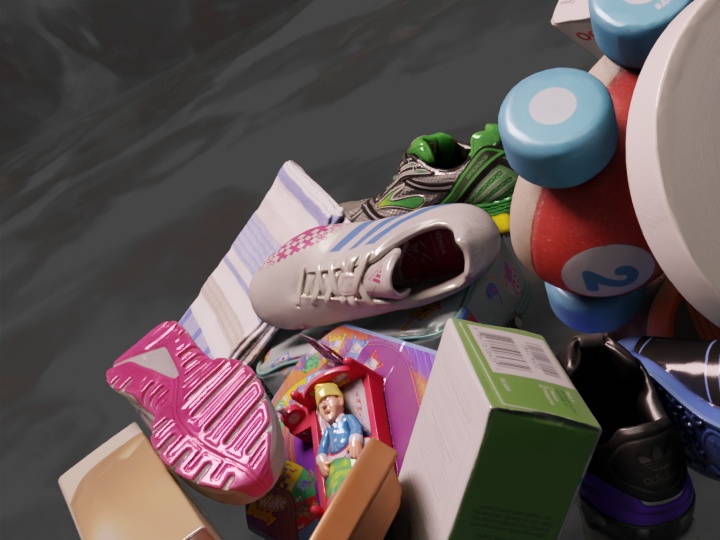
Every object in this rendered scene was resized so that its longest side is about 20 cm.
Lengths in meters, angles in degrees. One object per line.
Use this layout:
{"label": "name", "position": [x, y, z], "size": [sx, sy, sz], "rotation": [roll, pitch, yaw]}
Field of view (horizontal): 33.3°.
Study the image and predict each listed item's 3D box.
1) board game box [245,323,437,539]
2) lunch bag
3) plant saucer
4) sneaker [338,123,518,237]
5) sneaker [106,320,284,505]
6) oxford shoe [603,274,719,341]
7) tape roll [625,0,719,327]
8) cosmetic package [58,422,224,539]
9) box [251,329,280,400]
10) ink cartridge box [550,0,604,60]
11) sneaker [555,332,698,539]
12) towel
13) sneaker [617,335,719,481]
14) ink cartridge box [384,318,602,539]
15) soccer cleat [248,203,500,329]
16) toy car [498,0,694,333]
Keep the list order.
{"label": "board game box", "position": [-0.016, 0.108, 0.783], "size": [0.199, 0.039, 0.159], "rotation": [14, 73, 50]}
{"label": "lunch bag", "position": [0.032, 0.044, 0.924], "size": [0.199, 0.077, 0.161], "rotation": [-15, 24, 34]}
{"label": "plant saucer", "position": [-0.029, 0.181, 0.617], "size": [0.201, 0.032, 0.200], "rotation": [-62, -6, -12]}
{"label": "sneaker", "position": [0.051, -0.062, 0.915], "size": [0.199, 0.086, 0.078], "rotation": [-15, 18, 41]}
{"label": "sneaker", "position": [-0.097, 0.106, 0.815], "size": [0.081, 0.088, 0.200], "rotation": [-39, 31, -9]}
{"label": "oxford shoe", "position": [0.225, -0.012, 0.803], "size": [0.200, 0.071, 0.073], "rotation": [-45, 21, -31]}
{"label": "tape roll", "position": [0.229, -0.056, 0.587], "size": [0.202, 0.203, 0.037], "rotation": [-35, 1, -12]}
{"label": "cosmetic package", "position": [-0.127, 0.184, 0.783], "size": [0.071, 0.105, 0.200], "rotation": [-37, 23, -12]}
{"label": "box", "position": [-0.071, 0.046, 1.078], "size": [0.200, 0.060, 0.116], "rotation": [-43, 24, -29]}
{"label": "ink cartridge box", "position": [0.270, -0.180, 0.925], "size": [0.146, 0.199, 0.083], "rotation": [9, 73, 58]}
{"label": "sneaker", "position": [0.127, 0.075, 0.674], "size": [0.069, 0.100, 0.200], "rotation": [-15, 21, -12]}
{"label": "towel", "position": [-0.089, 0.010, 0.978], "size": [0.200, 0.024, 0.147], "rotation": [-54, 30, 8]}
{"label": "sneaker", "position": [0.214, 0.070, 0.643], "size": [0.078, 0.070, 0.200], "rotation": [-33, 28, -15]}
{"label": "ink cartridge box", "position": [0.054, 0.138, 0.636], "size": [0.059, 0.201, 0.104], "rotation": [12, 20, -12]}
{"label": "soccer cleat", "position": [0.000, 0.000, 0.843], "size": [0.199, 0.070, 0.086], "rotation": [-18, 12, 21]}
{"label": "toy car", "position": [0.202, -0.041, 0.661], "size": [0.199, 0.185, 0.177], "rotation": [27, 69, 33]}
